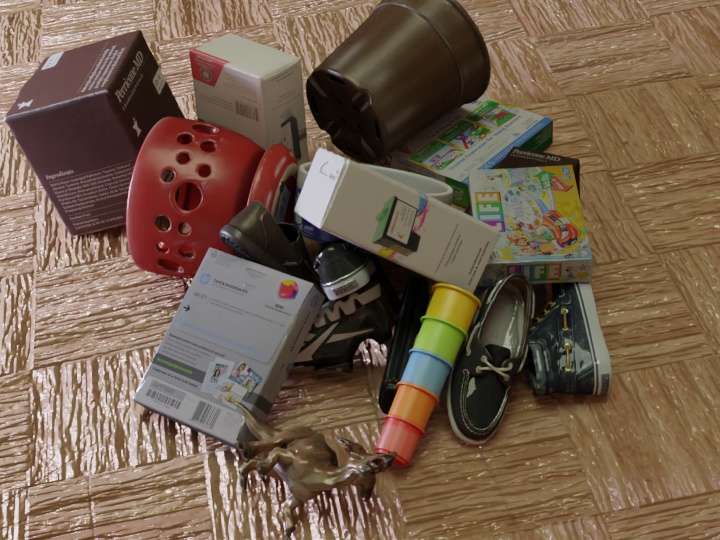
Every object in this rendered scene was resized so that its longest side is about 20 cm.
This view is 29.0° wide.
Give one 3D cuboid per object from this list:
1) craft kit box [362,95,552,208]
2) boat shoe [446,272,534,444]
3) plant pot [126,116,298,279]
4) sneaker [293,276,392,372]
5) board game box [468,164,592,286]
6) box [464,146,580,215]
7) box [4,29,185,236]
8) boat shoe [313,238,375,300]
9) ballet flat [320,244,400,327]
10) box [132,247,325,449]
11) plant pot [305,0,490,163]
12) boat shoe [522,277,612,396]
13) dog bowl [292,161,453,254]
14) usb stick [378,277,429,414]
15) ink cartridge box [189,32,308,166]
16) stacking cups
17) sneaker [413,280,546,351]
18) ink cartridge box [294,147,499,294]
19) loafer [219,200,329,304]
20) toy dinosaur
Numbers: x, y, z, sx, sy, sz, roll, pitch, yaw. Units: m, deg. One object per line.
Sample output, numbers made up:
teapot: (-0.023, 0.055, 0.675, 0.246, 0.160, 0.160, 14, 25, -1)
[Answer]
craft kit box: (0.137, -0.181, 1.971, 0.197, 0.049, 0.199, 28, 49, 33)
boat shoe: (0.150, 0.094, 1.547, 0.073, 0.060, 0.201, 25, 62, -6)
plant pot: (-0.179, -0.082, 1.771, 0.180, 0.202, 0.201, 12, 40, 9)
sneaker: (-0.050, 0.088, 1.627, 0.199, 0.091, 0.066, -26, 6, 12)
board game box: (0.202, -0.057, 1.685, 0.133, 0.035, 0.201, -3, 37, 2)
box: (0.204, -0.073, 1.796, 0.099, 0.076, 0.200, 13, 40, 24)
box: (-0.346, -0.185, 1.895, 0.163, 0.201, 0.167, -11, 35, 20)
boat shoe: (-0.022, -0.009, 1.606, 0.068, 0.057, 0.200, -26, 5, 0)
ballet flat: (0.000, 0.000, 1.752, 0.067, 0.047, 0.201, -15, 38, -12)
box: (-0.150, 0.088, 1.589, 0.155, 0.041, 0.202, 18, 75, 29)
plant pot: (0.041, -0.264, 1.917, 0.199, 0.202, 0.198, 27, 55, 36)
boat shoe: (0.226, 0.064, 1.611, 0.090, 0.071, 0.201, -4, 39, -3)
dog bowl: (0.015, -0.079, 1.760, 0.198, 0.080, 0.200, 9, 13, -2)
usb stick: (0.052, 0.085, 1.627, 0.032, 0.056, 0.201, 11, 40, 5)
ink cartridge box: (-0.150, -0.206, 1.917, 0.145, 0.202, 0.085, 25, 41, 35)
stacking cups: (0.073, 0.115, 1.520, 0.060, 0.061, 0.202, 13, 69, 24)
sneaker: (0.114, 0.048, 1.661, 0.199, 0.074, 0.115, -25, 37, -34)
ink cartridge box: (0.037, -0.057, 1.586, 0.198, 0.085, 0.145, 24, 3, -17)
loafer: (-0.084, -0.017, 1.672, 0.073, 0.200, 0.071, 28, 81, 40)
toy dinosaur: (-0.052, 0.200, 1.473, 0.135, 0.087, 0.200, -25, 36, -22)
